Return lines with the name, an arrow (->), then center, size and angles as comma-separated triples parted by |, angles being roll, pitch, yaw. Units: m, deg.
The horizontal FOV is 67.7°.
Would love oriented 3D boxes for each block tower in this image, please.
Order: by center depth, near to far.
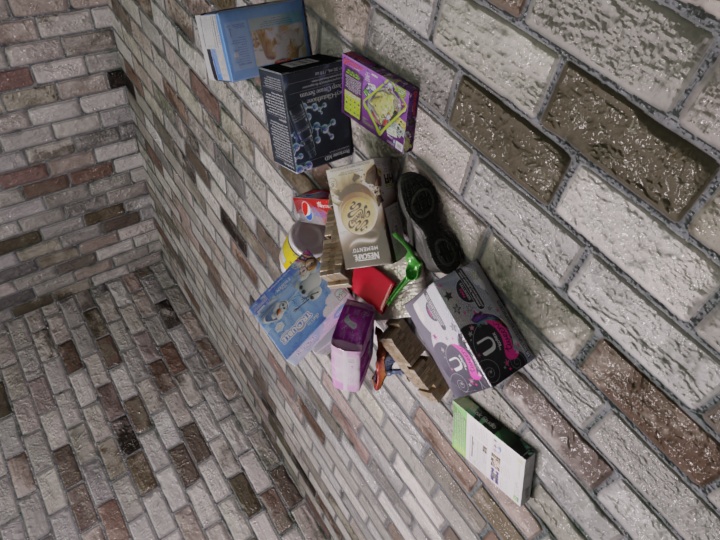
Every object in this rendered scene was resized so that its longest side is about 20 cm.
block tower -> -0.043, -0.067, 1.145 | 0.053, 0.058, 0.204 | -7, 67, 26
block tower -> 0.116, 0.196, 1.164 | 0.201, 0.058, 0.054 | 55, 153, -17

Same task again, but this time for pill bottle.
pill bottle -> -0.162, -0.051, 1.473 | 0.112, 0.110, 0.200 | 60, 153, 10

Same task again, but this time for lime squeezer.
lime squeezer -> 0.087, -0.012, 1.038 | 0.202, 0.069, 0.038 | 92, 169, -49

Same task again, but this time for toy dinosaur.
toy dinosaur -> 0.049, 0.205, 1.266 | 0.183, 0.198, 0.105 | -60, 38, 17

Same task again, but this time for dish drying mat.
dish drying mat -> -0.005, 0.009, 1.163 | 0.199, 0.018, 0.078 | 37, 113, 33

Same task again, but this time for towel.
towel -> 0.057, 0.037, 1.149 | 0.198, 0.034, 0.135 | -11, 92, 40

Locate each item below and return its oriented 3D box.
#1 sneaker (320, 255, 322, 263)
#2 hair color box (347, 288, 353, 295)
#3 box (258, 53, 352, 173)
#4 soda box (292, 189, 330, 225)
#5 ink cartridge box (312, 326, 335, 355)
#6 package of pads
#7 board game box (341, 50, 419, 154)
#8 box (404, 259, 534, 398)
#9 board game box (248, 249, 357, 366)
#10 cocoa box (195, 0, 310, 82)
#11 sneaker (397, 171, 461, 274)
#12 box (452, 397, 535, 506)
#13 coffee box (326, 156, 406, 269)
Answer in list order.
sneaker -> -0.073, 0.038, 1.341 | 0.074, 0.201, 0.089 | 2, 128, 16
hair color box -> 0.000, 0.000, 1.266 | 0.202, 0.061, 0.102 | 57, 143, 18
box -> -0.111, -0.329, 1.122 | 0.107, 0.147, 0.203 | 33, 139, 45
soda box -> -0.090, -0.155, 1.313 | 0.199, 0.063, 0.071 | 15, 125, 56
ink cartridge box -> -0.063, 0.134, 1.329 | 0.085, 0.144, 0.200 | 54, 177, 9
package of pads -> -0.016, 0.169, 1.167 | 0.074, 0.122, 0.201 | 13, 144, 9
board game box -> 0.031, -0.318, 1.008 | 0.200, 0.032, 0.121 | 44, 150, 35
box -> 0.190, 0.108, 0.967 | 0.202, 0.114, 0.132 | 60, 152, 9
board game box -> -0.137, 0.079, 1.231 | 0.199, 0.200, 0.043 | 42, 176, 40
cocoa box -> -0.224, -0.489, 1.140 | 0.131, 0.198, 0.136 | 27, 134, 49
sneaker -> 0.113, -0.084, 1.005 | 0.203, 0.075, 0.091 | 70, 161, -1
box -> 0.271, 0.371, 1.118 | 0.199, 0.036, 0.146 | 33, 138, 44
coffee box -> 0.014, -0.113, 1.070 | 0.111, 0.080, 0.204 | -7, 99, 29
